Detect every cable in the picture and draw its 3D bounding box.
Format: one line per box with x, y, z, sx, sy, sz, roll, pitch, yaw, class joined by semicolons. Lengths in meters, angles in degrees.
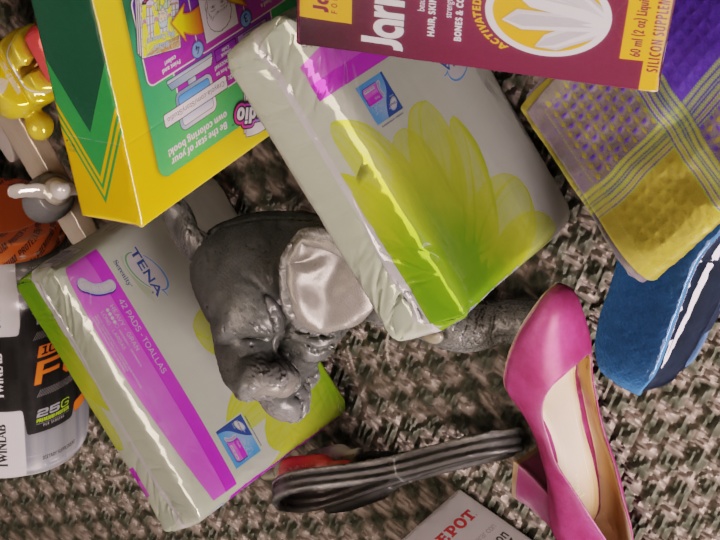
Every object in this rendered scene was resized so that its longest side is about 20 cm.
0.014;0.124;1.576;0.199;0.097;0.051;-25;68;40;cable

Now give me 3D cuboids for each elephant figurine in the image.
0.000;0.000;1.500;0.199;0.155;0.142;-28;54;26;elephant figurine

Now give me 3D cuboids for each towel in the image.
0.181;-0.103;1.292;0.200;0.023;0.144;-45;60;34;towel

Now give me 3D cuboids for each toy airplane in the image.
-0.249;-0.126;1.605;0.199;0.141;0.200;28;130;24;toy airplane

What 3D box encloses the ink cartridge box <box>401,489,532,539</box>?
0.094;0.256;1.540;0.199;0.147;0.083;33;130;19;ink cartridge box

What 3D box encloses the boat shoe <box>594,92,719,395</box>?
0.191;-0.027;1.348;0.084;0.068;0.201;41;119;30;boat shoe

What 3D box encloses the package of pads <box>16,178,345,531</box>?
-0.116;0.051;1.589;0.068;0.154;0.201;-23;99;55;package of pads

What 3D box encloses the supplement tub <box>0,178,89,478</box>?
-0.262;0.042;1.728;0.122;0.122;0.201;22;128;28;supplement tub

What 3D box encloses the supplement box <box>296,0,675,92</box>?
0.069;-0.171;1.229;0.198;0.086;0.111;8;146;5;supplement box

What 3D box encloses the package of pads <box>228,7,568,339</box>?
0.028;-0.077;1.386;0.068;0.154;0.201;-27;96;38;package of pads

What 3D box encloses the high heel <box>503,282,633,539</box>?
0.140;0.101;1.462;0.096;0.067;0.201;34;138;32;high heel

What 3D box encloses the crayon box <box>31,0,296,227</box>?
-0.106;-0.150;1.425;0.058;0.200;0.174;12;125;35;crayon box
